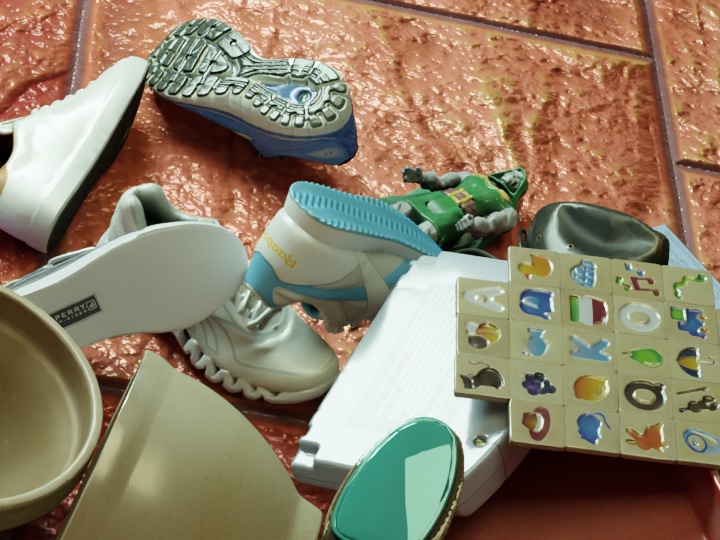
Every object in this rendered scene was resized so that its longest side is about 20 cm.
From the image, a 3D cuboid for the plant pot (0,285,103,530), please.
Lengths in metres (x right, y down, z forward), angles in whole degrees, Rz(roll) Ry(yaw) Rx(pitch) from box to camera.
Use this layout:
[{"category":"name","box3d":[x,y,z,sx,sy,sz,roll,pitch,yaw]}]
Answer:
[{"category":"plant pot","box3d":[-0.262,0.096,1.360,0.200,0.093,0.201,16,39,-13]}]

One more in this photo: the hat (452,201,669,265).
[{"category":"hat","box3d":[0.166,0.000,1.562,0.200,0.201,0.081,25,84,7]}]

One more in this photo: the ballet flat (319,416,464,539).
[{"category":"ballet flat","box3d":[0.005,0.174,1.282,0.070,0.065,0.200,18,55,17]}]

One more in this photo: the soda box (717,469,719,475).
[{"category":"soda box","box3d":[0.197,0.101,1.504,0.200,0.064,0.068,26,43,-24]}]

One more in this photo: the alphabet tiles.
[{"category":"alphabet tiles","box3d":[0.156,0.052,1.387,0.199,0.006,0.167,7,44,-4]}]

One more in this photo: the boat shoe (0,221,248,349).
[{"category":"boat shoe","box3d":[-0.173,0.017,1.480,0.200,0.072,0.068,-24,19,-10]}]

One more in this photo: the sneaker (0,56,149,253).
[{"category":"sneaker","box3d":[-0.216,-0.101,1.617,0.084,0.073,0.200,25,42,3]}]

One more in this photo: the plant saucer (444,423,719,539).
[{"category":"plant saucer","box3d":[0.114,0.149,1.353,0.199,0.037,0.200,-17,40,-3]}]

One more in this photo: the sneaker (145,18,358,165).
[{"category":"sneaker","box3d":[-0.084,-0.123,1.699,0.200,0.089,0.079,26,66,33]}]

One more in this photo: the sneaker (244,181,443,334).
[{"category":"sneaker","box3d":[0.000,0.000,1.529,0.200,0.081,0.077,18,23,-49]}]

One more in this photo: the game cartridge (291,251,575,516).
[{"category":"game cartridge","box3d":[0.057,0.069,1.410,0.133,0.042,0.200,13,46,24]}]

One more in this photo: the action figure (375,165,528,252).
[{"category":"action figure","box3d":[0.054,-0.038,1.668,0.200,0.055,0.118,-23,56,-41]}]

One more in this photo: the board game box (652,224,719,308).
[{"category":"board game box","box3d":[0.246,0.047,1.670,0.103,0.019,0.200,-14,50,-34]}]

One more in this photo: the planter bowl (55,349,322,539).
[{"category":"planter bowl","box3d":[-0.104,0.164,1.285,0.134,0.200,0.200,26,40,-5]}]

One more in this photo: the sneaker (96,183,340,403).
[{"category":"sneaker","box3d":[-0.096,0.017,1.529,0.200,0.081,0.075,34,41,15]}]
